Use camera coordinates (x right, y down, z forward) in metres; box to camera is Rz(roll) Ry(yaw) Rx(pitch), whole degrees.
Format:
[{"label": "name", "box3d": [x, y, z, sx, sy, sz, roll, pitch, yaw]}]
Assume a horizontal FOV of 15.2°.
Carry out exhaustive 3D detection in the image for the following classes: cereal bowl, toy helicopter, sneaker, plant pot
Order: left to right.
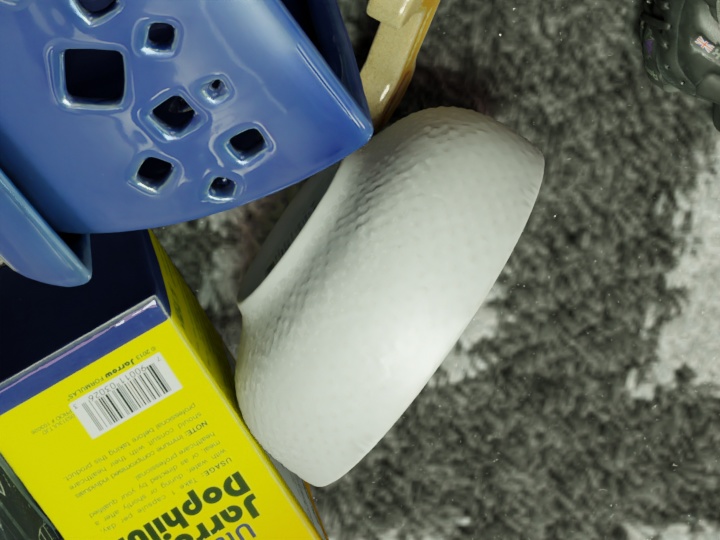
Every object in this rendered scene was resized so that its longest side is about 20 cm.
[{"label": "plant pot", "box3d": [-0.127, -0.125, 1.200, 0.179, 0.200, 0.200, -31, 121, 11]}, {"label": "cereal bowl", "box3d": [0.000, 0.000, 1.300, 0.083, 0.200, 0.200, 35, 106, -10]}, {"label": "toy helicopter", "box3d": [0.033, -0.147, 1.285, 0.079, 0.132, 0.201, 28, 135, 5]}, {"label": "sneaker", "box3d": [0.168, -0.132, 1.337, 0.087, 0.076, 0.200, -36, 120, 14]}]

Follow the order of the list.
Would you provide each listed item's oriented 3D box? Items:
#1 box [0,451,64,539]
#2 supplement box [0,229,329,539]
[{"label": "box", "box3d": [-0.238, 0.099, 1.287, 0.124, 0.197, 0.200, -31, 120, 3]}, {"label": "supplement box", "box3d": [-0.108, 0.086, 1.362, 0.109, 0.109, 0.201, -29, 120, 3]}]
